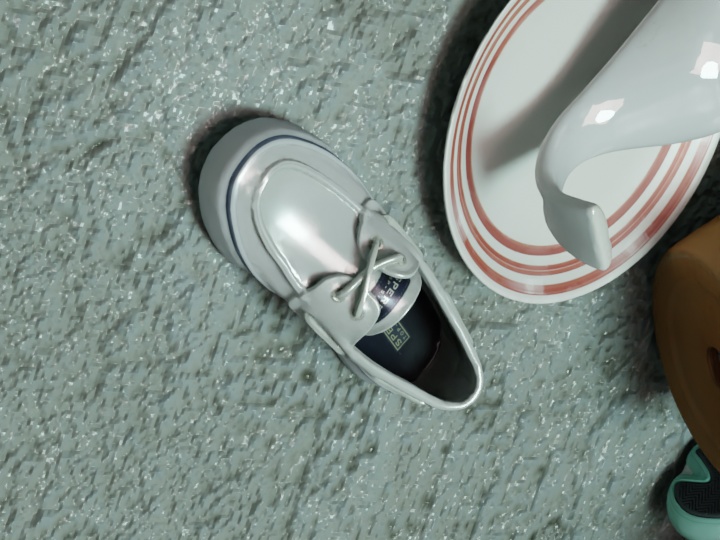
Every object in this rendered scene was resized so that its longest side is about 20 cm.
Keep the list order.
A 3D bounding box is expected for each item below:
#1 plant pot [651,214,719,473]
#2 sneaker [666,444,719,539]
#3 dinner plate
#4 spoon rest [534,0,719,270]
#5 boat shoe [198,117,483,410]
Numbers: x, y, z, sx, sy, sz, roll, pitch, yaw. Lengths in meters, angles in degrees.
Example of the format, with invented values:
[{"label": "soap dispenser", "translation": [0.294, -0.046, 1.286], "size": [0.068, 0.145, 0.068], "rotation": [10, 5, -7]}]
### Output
[{"label": "plant pot", "translation": [0.246, 0.030, 1.394], "size": [0.140, 0.200, 0.200], "rotation": [-18, 125, -16]}, {"label": "sneaker", "translation": [0.267, 0.138, 1.543], "size": [0.200, 0.078, 0.140], "rotation": [-23, 138, -18]}, {"label": "dinner plate", "translation": [0.111, -0.079, 1.312], "size": [0.200, 0.024, 0.200], "rotation": [-21, 124, -35]}, {"label": "spoon rest", "translation": [0.146, -0.083, 1.296], "size": [0.200, 0.061, 0.099], "rotation": [-47, 139, -33]}, {"label": "boat shoe", "translation": [0.000, 0.000, 1.217], "size": [0.074, 0.065, 0.200], "rotation": [-54, 138, -6]}]
